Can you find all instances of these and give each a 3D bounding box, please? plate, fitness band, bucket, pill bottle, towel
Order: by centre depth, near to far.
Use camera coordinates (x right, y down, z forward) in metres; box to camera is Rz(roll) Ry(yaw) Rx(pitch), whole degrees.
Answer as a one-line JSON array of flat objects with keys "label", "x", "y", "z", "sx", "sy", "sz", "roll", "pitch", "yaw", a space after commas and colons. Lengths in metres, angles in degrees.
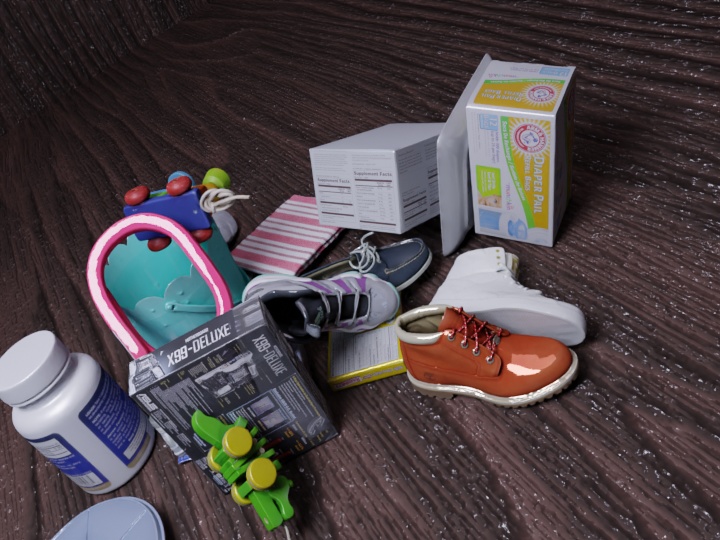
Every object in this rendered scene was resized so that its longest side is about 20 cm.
[{"label": "fitness band", "x": -0.242, "y": 0.028, "z": 0.807, "sx": 0.143, "sy": 0.201, "sz": 0.037, "roll": -37, "pitch": -2, "yaw": -8}, {"label": "pill bottle", "x": -0.362, "y": 0.177, "z": 0.834, "sx": 0.117, "sy": 0.202, "sz": 0.121, "roll": -16, "pitch": 37, "yaw": 13}, {"label": "plate", "x": 0.155, "y": -0.152, "z": 0.898, "sx": 0.032, "sy": 0.202, "sz": 0.202, "roll": 14, "pitch": 52, "yaw": 22}, {"label": "bucket", "x": -0.261, "y": 0.023, "z": 0.941, "sx": 0.202, "sy": 0.136, "sz": 0.210, "roll": -17, "pitch": 39, "yaw": 14}, {"label": "towel", "x": -0.105, "y": -0.053, "z": 1.059, "sx": 0.144, "sy": 0.030, "sz": 0.200, "roll": 12, "pitch": 44, "yaw": 34}]

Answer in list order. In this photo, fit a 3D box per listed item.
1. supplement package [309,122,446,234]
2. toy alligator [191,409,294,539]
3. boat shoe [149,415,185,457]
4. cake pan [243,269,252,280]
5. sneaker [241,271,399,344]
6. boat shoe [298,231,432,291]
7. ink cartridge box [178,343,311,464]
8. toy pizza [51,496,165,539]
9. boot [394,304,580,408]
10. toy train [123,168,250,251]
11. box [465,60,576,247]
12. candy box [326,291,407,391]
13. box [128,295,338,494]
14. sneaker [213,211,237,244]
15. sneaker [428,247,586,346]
[{"label": "supplement package", "x": 0.049, "y": -0.141, "z": 0.959, "sx": 0.153, "sy": 0.114, "sz": 0.198, "roll": 9, "pitch": 24, "yaw": 38}, {"label": "toy alligator", "x": -0.097, "y": 0.216, "z": 0.678, "sx": 0.054, "sy": 0.201, "sz": 0.059, "roll": -33, "pitch": -10, "yaw": -44}, {"label": "boat shoe", "x": -0.162, "y": 0.138, "z": 0.813, "sx": 0.201, "sy": 0.066, "sz": 0.074, "roll": -40, "pitch": 20, "yaw": -26}, {"label": "cake pan", "x": -0.250, "y": 0.059, "z": 1.038, "sx": 0.196, "sy": 0.037, "sz": 0.203, "roll": -18, "pitch": 38, "yaw": 14}, {"label": "sneaker", "x": -0.041, "y": 0.050, "z": 0.769, "sx": 0.194, "sy": 0.080, "sz": 0.140, "roll": -2, "pitch": 10, "yaw": -7}, {"label": "boat shoe", "x": 0.000, "y": 0.000, "z": 0.881, "sx": 0.196, "sy": 0.063, "sz": 0.075, "roll": -22, "pitch": 33, "yaw": 3}, {"label": "ink cartridge box", "x": -0.159, "y": 0.158, "z": 0.863, "sx": 0.197, "sy": 0.042, "sz": 0.120, "roll": -28, "pitch": 36, "yaw": 4}, {"label": "toy pizza", "x": -0.298, "y": 0.350, "z": 0.732, "sx": 0.196, "sy": 0.032, "sz": 0.203, "roll": -18, "pitch": 39, "yaw": 15}, {"label": "boot", "x": 0.129, "y": 0.085, "z": 0.707, "sx": 0.195, "sy": 0.109, "sz": 0.076, "roll": -4, "pitch": 40, "yaw": 27}, {"label": "toy train", "x": -0.204, "y": -0.099, "z": 0.876, "sx": 0.195, "sy": 0.086, "sz": 0.116, "roll": -9, "pitch": 28, "yaw": 23}, {"label": "box", "x": 0.204, "y": -0.145, "z": 0.832, "sx": 0.110, "sy": 0.203, "sz": 0.102, "roll": 12, "pitch": 50, "yaw": 26}, {"label": "candy box", "x": 0.007, "y": 0.064, "z": 0.875, "sx": 0.100, "sy": 0.027, "sz": 0.202, "roll": -19, "pitch": 38, "yaw": 14}, {"label": "box", "x": -0.132, "y": 0.143, "z": 0.725, "sx": 0.155, "sy": 0.202, "sz": 0.050, "roll": -28, "pitch": 38, "yaw": 0}, {"label": "sneaker", "x": -0.307, "y": -0.040, "z": 1.156, "sx": 0.113, "sy": 0.076, "sz": 0.200, "roll": -33, "pitch": 4, "yaw": 38}, {"label": "sneaker", "x": 0.178, "y": 0.021, "z": 0.775, "sx": 0.196, "sy": 0.074, "sz": 0.117, "roll": 5, "pitch": 51, "yaw": 38}]
